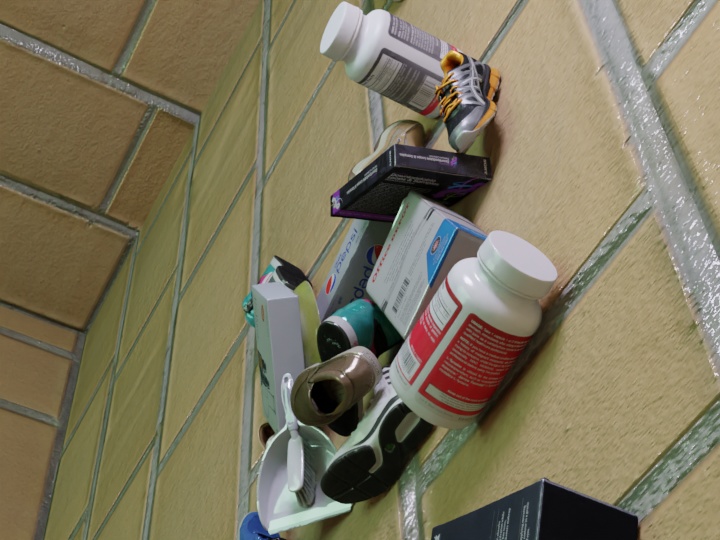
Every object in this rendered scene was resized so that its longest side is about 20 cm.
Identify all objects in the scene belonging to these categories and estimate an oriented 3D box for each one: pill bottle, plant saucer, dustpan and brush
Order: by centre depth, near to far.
[{"bbox_3d":[0.122,0.062,1.308,0.201,0.111,0.113,-59,21,25],"label":"pill bottle"},{"bbox_3d":[-0.084,0.235,1.639,0.138,0.057,0.202,-20,51,21],"label":"dustpan and brush"},{"bbox_3d":[0.045,-0.312,1.791,0.111,0.198,0.111,-53,22,34],"label":"pill bottle"},{"bbox_3d":[-0.084,0.118,1.800,0.200,0.031,0.203,173,90,-78],"label":"plant saucer"}]

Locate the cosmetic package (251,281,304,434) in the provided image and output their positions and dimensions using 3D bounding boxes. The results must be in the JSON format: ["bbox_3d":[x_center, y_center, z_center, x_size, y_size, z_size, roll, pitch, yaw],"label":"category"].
[{"bbox_3d":[-0.116,0.127,1.769,0.151,0.051,0.203,-158,62,-74],"label":"cosmetic package"}]

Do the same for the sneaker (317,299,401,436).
[{"bbox_3d":[-0.001,0.117,1.626,0.120,0.083,0.202,-39,-35,-38],"label":"sneaker"}]

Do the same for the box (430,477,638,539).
[{"bbox_3d":[0.134,0.304,1.026,0.182,0.103,0.202,-38,34,54],"label":"box"}]

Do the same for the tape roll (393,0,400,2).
[{"bbox_3d":[0.048,-0.606,2.200,0.203,0.138,0.204,-54,22,35],"label":"tape roll"}]

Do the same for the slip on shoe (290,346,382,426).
[{"bbox_3d":[-0.044,0.157,1.539,0.060,0.076,0.199,-37,2,-37],"label":"slip on shoe"}]

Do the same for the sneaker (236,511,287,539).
[{"bbox_3d":[-0.117,0.385,1.662,0.201,0.076,0.112,-102,32,-52],"label":"sneaker"}]

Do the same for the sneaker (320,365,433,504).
[{"bbox_3d":[0.026,0.197,1.517,0.201,0.075,0.116,-48,17,28],"label":"sneaker"}]

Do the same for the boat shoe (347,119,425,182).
[{"bbox_3d":[0.059,-0.158,1.757,0.075,0.072,0.200,-5,32,33],"label":"boat shoe"}]

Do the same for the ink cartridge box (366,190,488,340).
[{"bbox_3d":[0.090,0.002,1.503,0.148,0.083,0.200,-65,18,10],"label":"ink cartridge box"}]

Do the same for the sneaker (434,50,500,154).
[{"bbox_3d":[0.131,-0.221,1.600,0.078,0.077,0.201,-49,16,31],"label":"sneaker"}]

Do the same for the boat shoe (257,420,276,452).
[{"bbox_3d":[-0.107,0.264,1.784,0.075,0.068,0.200,-69,19,-3],"label":"boat shoe"}]

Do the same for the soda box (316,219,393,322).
[{"bbox_3d":[0.000,0.000,1.778,0.202,0.068,0.063,-65,21,12],"label":"soda box"}]

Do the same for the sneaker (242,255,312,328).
[{"bbox_3d":[-0.149,0.051,2.105,0.122,0.083,0.200,-61,12,5],"label":"sneaker"}]

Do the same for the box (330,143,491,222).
[{"bbox_3d":[0.063,-0.109,1.609,0.200,0.141,0.037,-30,59,60],"label":"box"}]
